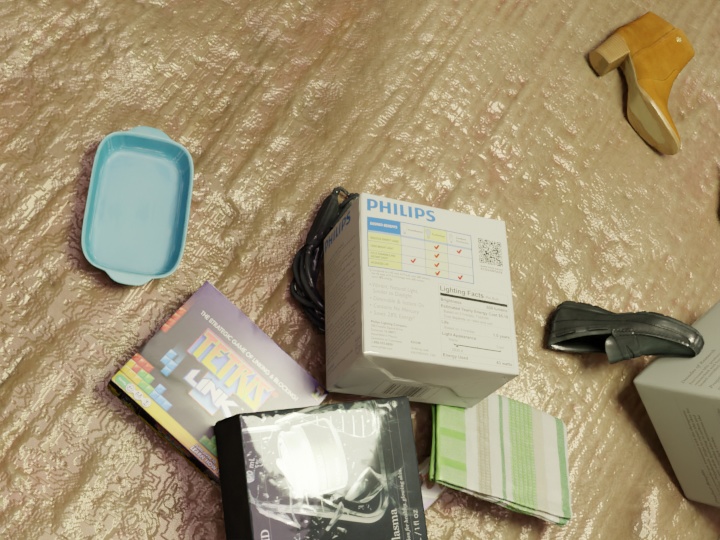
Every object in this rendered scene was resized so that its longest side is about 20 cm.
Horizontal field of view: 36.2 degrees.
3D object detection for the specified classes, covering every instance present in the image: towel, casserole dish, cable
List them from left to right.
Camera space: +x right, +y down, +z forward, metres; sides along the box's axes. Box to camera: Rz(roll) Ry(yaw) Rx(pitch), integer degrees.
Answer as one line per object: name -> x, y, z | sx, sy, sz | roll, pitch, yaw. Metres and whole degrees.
casserole dish -> -0.267, -0.074, 1.320 | 0.121, 0.039, 0.201 | 10, 70, -15
cable -> 0.000, 0.000, 1.386 | 0.163, 0.051, 0.201 | 28, 64, -14
towel -> 0.170, 0.221, 1.347 | 0.199, 0.031, 0.150 | 22, 49, -21

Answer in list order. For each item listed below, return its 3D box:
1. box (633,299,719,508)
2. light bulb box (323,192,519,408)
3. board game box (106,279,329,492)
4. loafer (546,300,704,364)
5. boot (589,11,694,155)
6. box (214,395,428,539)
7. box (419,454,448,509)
box -> 0.496, 0.173, 1.395 | 0.200, 0.171, 0.199 | -37, 110, -25
light bulb box -> 0.067, 0.039, 1.291 | 0.197, 0.125, 0.201 | 10, 61, -21
board game box -> -0.164, 0.139, 1.279 | 0.200, 0.057, 0.165 | 42, 67, -2
loafer -> 0.334, 0.089, 1.405 | 0.068, 0.200, 0.071 | 55, 52, -47
boot -> 0.439, -0.278, 1.598 | 0.144, 0.071, 0.201 | -32, 80, -21
box -> -0.043, 0.249, 1.198 | 0.196, 0.124, 0.201 | -4, 79, -21
box -> 0.063, 0.271, 1.323 | 0.200, 0.041, 0.039 | -39, 89, -25
